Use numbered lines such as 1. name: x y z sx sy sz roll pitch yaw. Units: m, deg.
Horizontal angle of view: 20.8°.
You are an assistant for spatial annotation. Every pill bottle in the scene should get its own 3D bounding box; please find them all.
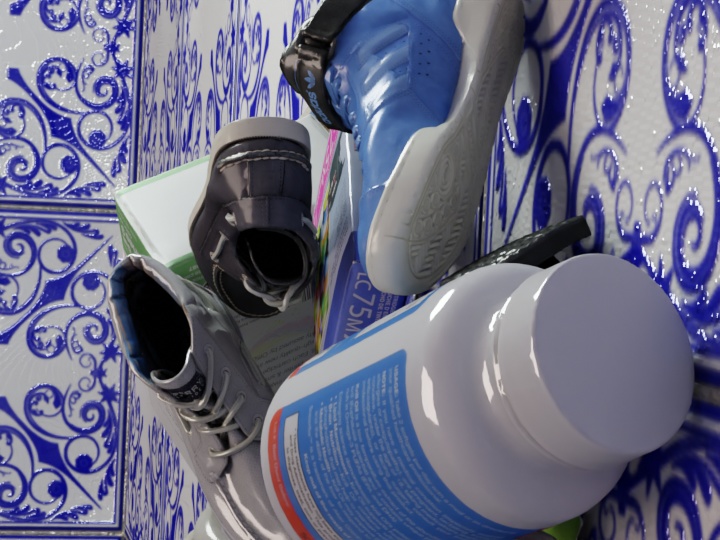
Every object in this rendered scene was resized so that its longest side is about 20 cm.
1. pill bottle: 0.049 0.063 0.847 0.200 0.111 0.113 -30 57 54

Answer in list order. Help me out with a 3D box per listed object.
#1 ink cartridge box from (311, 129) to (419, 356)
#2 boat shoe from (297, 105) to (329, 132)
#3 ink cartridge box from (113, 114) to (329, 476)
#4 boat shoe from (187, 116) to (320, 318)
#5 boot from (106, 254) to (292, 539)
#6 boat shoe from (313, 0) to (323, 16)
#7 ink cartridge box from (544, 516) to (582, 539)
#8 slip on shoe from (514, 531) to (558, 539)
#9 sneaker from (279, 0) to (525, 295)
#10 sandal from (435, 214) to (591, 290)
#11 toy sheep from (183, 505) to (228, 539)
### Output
1. ink cartridge box: 0.000 0.000 1.059 0.201 0.042 0.120 -97 15 -50
2. boat shoe: -0.014 -0.069 1.329 0.201 0.072 0.073 108 159 -52
3. ink cartridge box: -0.068 0.020 1.269 0.088 0.144 0.201 50 156 41
4. boat shoe: -0.057 -0.010 1.067 0.200 0.072 0.063 101 166 -64
5. boot: -0.083 0.081 1.088 0.201 0.073 0.096 57 -172 29
6. boat shoe: 0.016 -0.114 1.189 0.086 0.074 0.203 108 157 -51
7. ink cartridge box: 0.045 0.144 1.008 0.148 0.075 0.201 -102 17 -49
8. slip on shoe: 0.063 0.208 0.929 0.061 0.075 0.202 -130 36 -63
9. sneaker: 0.007 -0.074 0.993 0.077 0.110 0.201 67 -145 -50
10. sandal: 0.073 0.015 0.955 0.048 0.075 0.200 61 169 5
11. toy sheep: -0.056 0.205 1.167 0.138 0.137 0.202 -119 38 -67
